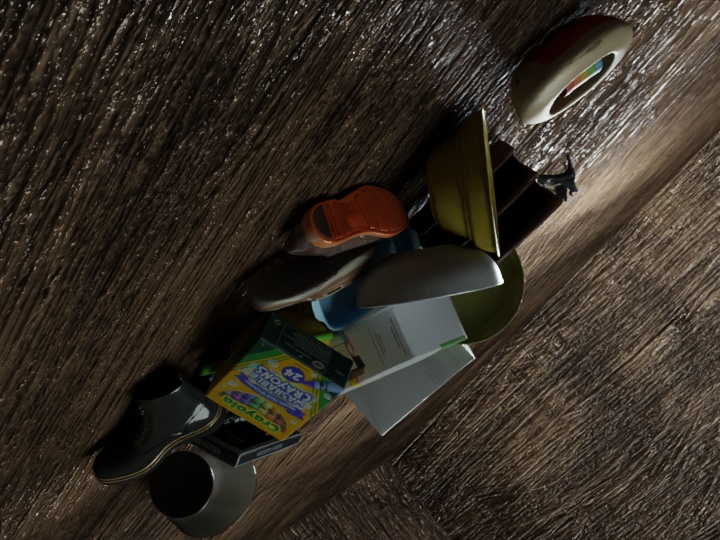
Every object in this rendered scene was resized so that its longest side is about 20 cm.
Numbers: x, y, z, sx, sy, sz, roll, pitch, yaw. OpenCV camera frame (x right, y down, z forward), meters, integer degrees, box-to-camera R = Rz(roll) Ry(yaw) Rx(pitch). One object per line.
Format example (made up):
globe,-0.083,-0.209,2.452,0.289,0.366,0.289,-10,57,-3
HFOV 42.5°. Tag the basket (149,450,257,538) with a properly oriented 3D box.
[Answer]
basket,-0.286,0.388,1.635,0.180,0.136,0.200,-43,161,-6

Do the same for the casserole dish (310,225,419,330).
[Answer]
casserole dish,0.000,0.000,1.319,0.200,0.039,0.121,-34,128,-26

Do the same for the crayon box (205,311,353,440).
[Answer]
crayon box,-0.115,0.149,1.209,0.200,0.126,0.052,-44,-162,44

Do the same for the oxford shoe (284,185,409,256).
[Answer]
oxford shoe,-0.016,-0.059,1.173,0.200,0.071,0.073,-11,164,-48

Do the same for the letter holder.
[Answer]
letter holder,0.181,-0.082,1.374,0.200,0.101,0.142,-42,-161,5

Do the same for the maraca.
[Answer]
maraca,-0.133,0.117,1.301,0.200,0.107,0.137,-18,170,21

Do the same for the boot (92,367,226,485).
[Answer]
boot,-0.297,0.203,1.244,0.200,0.077,0.138,-34,147,-2

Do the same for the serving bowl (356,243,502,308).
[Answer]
serving bowl,0.089,0.002,1.252,0.200,0.066,0.200,-9,-178,0

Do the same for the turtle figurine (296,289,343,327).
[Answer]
turtle figurine,-0.023,0.044,1.421,0.200,0.064,0.161,-35,159,13

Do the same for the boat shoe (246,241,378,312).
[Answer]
boat shoe,-0.059,0.010,1.195,0.200,0.076,0.072,-24,146,-31

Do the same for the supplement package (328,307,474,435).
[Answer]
supplement package,0.053,0.133,1.565,0.200,0.191,0.147,-40,178,3

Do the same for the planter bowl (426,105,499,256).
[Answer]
planter bowl,0.134,-0.113,1.236,0.083,0.201,0.200,-6,169,11

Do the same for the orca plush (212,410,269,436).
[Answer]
orca plush,-0.148,0.212,1.372,0.105,0.071,0.200,-29,176,31

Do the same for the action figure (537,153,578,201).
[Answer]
action figure,0.244,-0.135,1.505,0.200,0.102,0.119,-15,175,7

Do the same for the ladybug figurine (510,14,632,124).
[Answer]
ladybug figurine,0.274,-0.274,1.227,0.200,0.072,0.136,-36,164,-15

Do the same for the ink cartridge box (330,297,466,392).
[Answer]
ink cartridge box,0.030,0.111,1.361,0.200,0.084,0.145,-29,170,37

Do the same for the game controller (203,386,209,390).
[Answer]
game controller,-0.173,0.163,1.405,0.104,0.042,0.200,-30,176,42

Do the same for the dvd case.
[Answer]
dvd case,-0.197,0.239,1.403,0.200,0.150,0.025,3,108,-69

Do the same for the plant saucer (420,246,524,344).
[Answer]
plant saucer,0.161,0.018,1.480,0.200,0.200,0.031,-39,180,-5
